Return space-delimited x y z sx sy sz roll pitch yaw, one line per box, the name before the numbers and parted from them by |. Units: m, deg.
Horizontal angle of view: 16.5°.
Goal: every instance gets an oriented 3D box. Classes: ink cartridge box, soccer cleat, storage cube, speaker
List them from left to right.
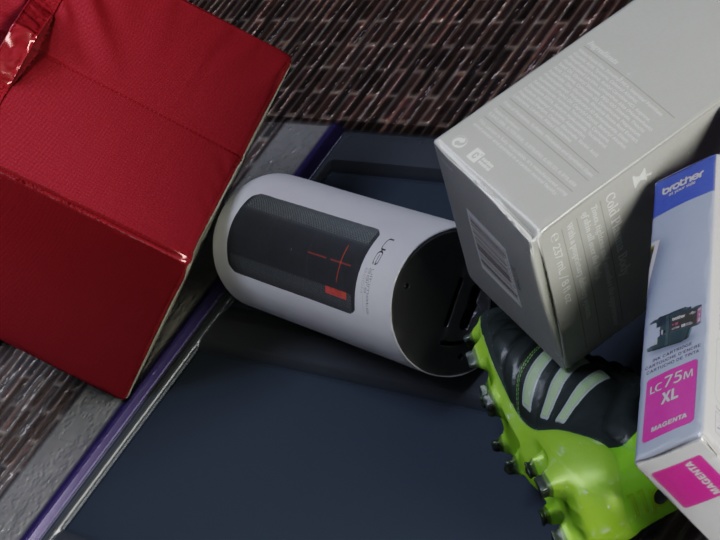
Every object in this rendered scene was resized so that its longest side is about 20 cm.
storage cube | -0.169 -0.063 1.474 0.171 0.179 0.200 -66 5 -35
speaker | 0.000 0.000 1.351 0.081 0.081 0.200 -50 30 -13
soccer cleat | 0.104 0.068 1.163 0.081 0.068 0.200 -19 25 -5
ink cartridge box | 0.168 0.037 1.054 0.042 0.119 0.200 -25 35 32

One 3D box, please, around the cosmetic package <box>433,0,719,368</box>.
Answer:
cosmetic package | 0.140 -0.061 1.150 0.200 0.107 0.090 -34 51 -11
